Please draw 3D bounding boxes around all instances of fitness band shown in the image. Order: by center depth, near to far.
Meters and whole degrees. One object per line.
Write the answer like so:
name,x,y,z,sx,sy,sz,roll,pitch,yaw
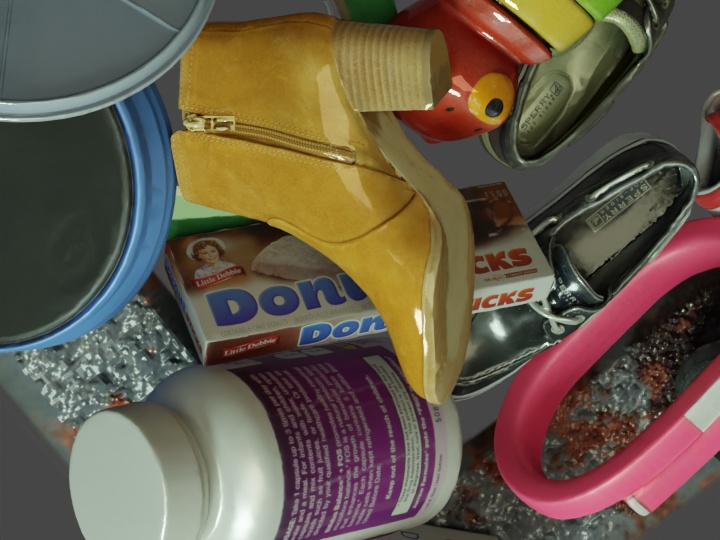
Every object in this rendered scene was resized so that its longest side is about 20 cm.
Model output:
fitness band,0.159,0.056,1.091,0.200,0.144,0.037,-45,120,7

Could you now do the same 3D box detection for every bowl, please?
bowl,-0.195,-0.051,1.008,0.200,0.039,0.201,4,106,14

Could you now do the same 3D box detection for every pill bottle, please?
pill bottle,-0.050,0.100,1.038,0.200,0.112,0.113,-7,110,-43

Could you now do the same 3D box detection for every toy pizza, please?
toy pizza,-0.167,-0.156,0.956,0.199,0.032,0.201,4,64,-7

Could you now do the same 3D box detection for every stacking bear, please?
stacking bear,0.083,-0.153,1.004,0.200,0.114,0.121,-51,144,6

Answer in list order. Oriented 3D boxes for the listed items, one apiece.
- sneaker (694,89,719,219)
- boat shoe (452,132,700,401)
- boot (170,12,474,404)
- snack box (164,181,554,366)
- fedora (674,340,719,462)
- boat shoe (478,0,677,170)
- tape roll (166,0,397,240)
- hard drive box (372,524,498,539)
sneaker,0.270,-0.096,1.106,0.112,0.071,0.200,32,100,-21
boat shoe,0.111,0.004,1.106,0.200,0.068,0.072,-40,109,2
boot,-0.021,-0.031,0.991,0.144,0.071,0.202,1,107,20
snack box,0.000,0.000,1.047,0.199,0.072,0.024,-11,144,-20
fedora,0.288,0.073,1.136,0.200,0.200,0.092,39,60,-18
boat shoe,0.137,-0.138,1.072,0.072,0.066,0.201,31,98,-17
tape roll,-0.079,-0.116,1.047,0.200,0.048,0.201,-3,107,-10
hard drive box,-0.010,0.199,1.093,0.199,0.156,0.077,12,107,-14
